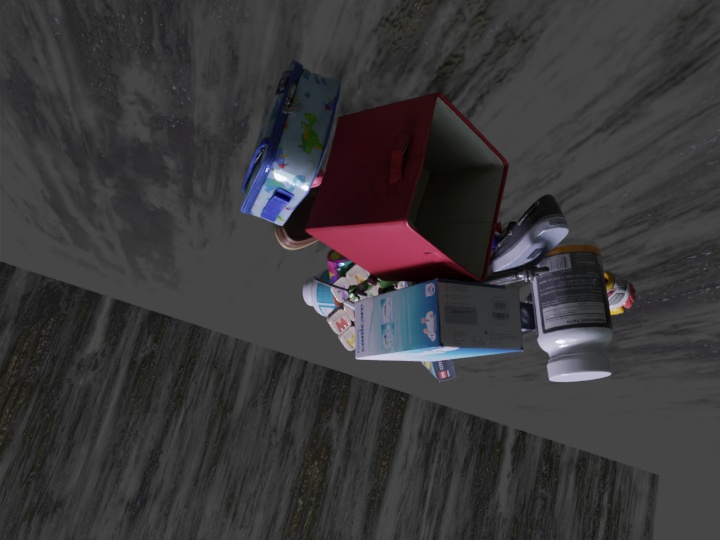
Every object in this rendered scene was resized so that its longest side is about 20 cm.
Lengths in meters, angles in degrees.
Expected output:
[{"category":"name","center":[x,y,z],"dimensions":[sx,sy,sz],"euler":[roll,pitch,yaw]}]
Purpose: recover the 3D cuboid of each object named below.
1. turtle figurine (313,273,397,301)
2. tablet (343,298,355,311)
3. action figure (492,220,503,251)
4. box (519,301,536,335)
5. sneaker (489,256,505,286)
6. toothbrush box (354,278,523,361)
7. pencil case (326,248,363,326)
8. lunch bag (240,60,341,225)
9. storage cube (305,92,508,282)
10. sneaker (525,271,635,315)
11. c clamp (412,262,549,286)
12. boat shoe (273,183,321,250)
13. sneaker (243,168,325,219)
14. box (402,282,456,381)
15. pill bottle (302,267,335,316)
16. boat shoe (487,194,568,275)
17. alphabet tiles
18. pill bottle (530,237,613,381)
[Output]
[{"category":"turtle figurine","center":[0.000,0.000,1.203],"dimensions":[0.195,0.147,0.194],"euler":[15,-161,-28]},{"category":"tablet","center":[0.058,0.105,1.191],"dimensions":[0.128,0.014,0.199],"euler":[28,175,32]},{"category":"action figure","center":[0.206,-0.053,1.089],"dimensions":[0.195,0.053,0.065],"euler":[17,169,-21]},{"category":"box","center":[0.181,0.076,1.148],"dimensions":[0.194,0.045,0.160],"euler":[10,166,-6]},{"category":"sneaker","center":[0.173,-0.010,1.181],"dimensions":[0.198,0.083,0.088],"euler":[33,-175,31]},{"category":"toothbrush box","center":[0.100,0.074,0.912],"dimensions":[0.143,0.088,0.198],"euler":[5,166,-30]},{"category":"pencil case","center":[-0.017,0.050,1.386],"dimensions":[0.086,0.088,0.205],"euler":[6,120,28]},{"category":"lunch bag","center":[-0.093,-0.152,0.857],"dimensions":[0.080,0.165,0.200],"euler":[18,164,-13]},{"category":"storage cube","center":[0.063,-0.094,0.874],"dimensions":[0.177,0.176,0.198],"euler":[0,158,43]},{"category":"sneaker","center":[0.376,0.036,1.187],"dimensions":[0.081,0.080,0.197],"euler":[32,148,-34]},{"category":"c clamp","center":[0.179,0.019,0.975],"dimensions":[0.194,0.028,0.171],"euler":[-12,173,9]},{"category":"boat shoe","center":[-0.043,-0.099,0.983],"dimensions":[0.067,0.198,0.073],"euler":[-24,99,55]},{"category":"sneaker","center":[-0.120,-0.141,1.112],"dimensions":[0.195,0.075,0.087],"euler":[1,145,29]},{"category":"box","center":[0.130,0.098,1.311],"dimensions":[0.037,0.206,0.137],"euler":[-15,-170,-8]},{"category":"pill bottle","center":[-0.038,0.052,1.534],"dimensions":[0.196,0.114,0.110],"euler":[3,160,37]},{"category":"boat shoe","center":[0.240,-0.046,1.012],"dimensions":[0.068,0.068,0.201],"euler":[-2,156,-16]},{"category":"alphabet tiles","center":[0.027,0.066,1.361],"dimensions":[0.015,0.199,0.198],"euler":[32,158,55]},{"category":"pill bottle","center":[0.325,0.062,1.039],"dimensions":[0.112,0.206,0.117],"euler":[-3,164,-1]}]
